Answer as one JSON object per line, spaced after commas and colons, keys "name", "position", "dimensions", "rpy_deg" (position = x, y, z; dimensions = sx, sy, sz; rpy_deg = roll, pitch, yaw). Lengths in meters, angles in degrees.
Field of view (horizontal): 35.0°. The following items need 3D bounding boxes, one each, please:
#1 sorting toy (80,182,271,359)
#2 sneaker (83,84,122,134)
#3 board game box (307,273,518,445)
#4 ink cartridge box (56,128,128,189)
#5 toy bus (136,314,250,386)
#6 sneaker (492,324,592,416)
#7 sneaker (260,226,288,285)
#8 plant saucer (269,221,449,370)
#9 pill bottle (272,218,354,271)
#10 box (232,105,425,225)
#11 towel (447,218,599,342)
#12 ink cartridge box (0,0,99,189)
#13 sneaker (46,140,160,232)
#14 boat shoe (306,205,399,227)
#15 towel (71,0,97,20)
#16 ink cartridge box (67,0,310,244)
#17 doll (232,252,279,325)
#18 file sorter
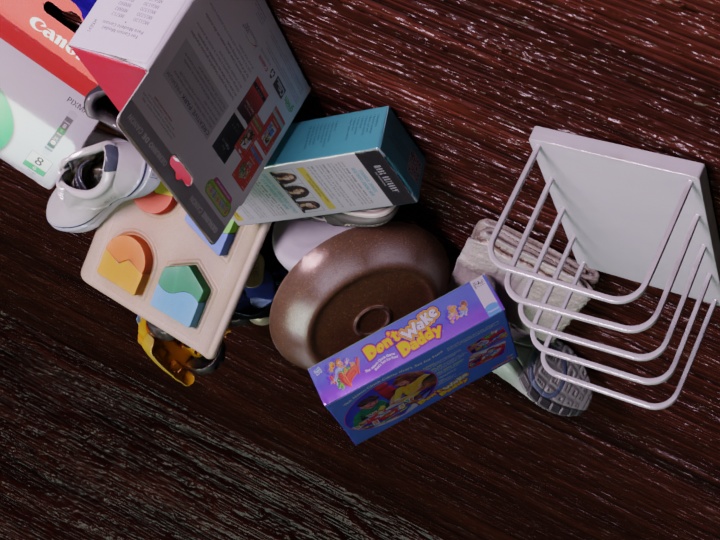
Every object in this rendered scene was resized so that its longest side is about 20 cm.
{"name": "sorting toy", "position": [-0.194, -0.033, 1.178], "dimensions": [0.199, 0.187, 0.036], "rpy_deg": [30, -166, 23]}
{"name": "sneaker", "position": [-0.178, -0.139, 1.106], "dimensions": [0.198, 0.082, 0.078], "rpy_deg": [14, 119, 15]}
{"name": "board game box", "position": [0.058, 0.094, 1.166], "dimensions": [0.045, 0.199, 0.135], "rpy_deg": [62, 180, 28]}
{"name": "ink cartridge box", "position": [-0.218, -0.089, 1.292], "dimensions": [0.198, 0.085, 0.144], "rpy_deg": [22, -176, 24]}
{"name": "toy bus", "position": [-0.251, 0.026, 1.558], "dimensions": [0.191, 0.201, 0.136], "rpy_deg": [27, 163, 32]}
{"name": "sneaker", "position": [0.179, 0.096, 1.313], "dimensions": [0.199, 0.075, 0.087], "rpy_deg": [36, 174, 2]}
{"name": "sneaker", "position": [-0.114, -0.001, 1.449], "dimensions": [0.114, 0.081, 0.200], "rpy_deg": [17, 157, 40]}
{"name": "plant saucer", "position": [0.007, 0.041, 1.156], "dimensions": [0.201, 0.200, 0.037], "rpy_deg": [48, -171, -46]}
{"name": "pill bottle", "position": [0.000, 0.000, 1.223], "dimensions": [0.112, 0.113, 0.200], "rpy_deg": [14, 157, 38]}
{"name": "box", "position": [-0.047, -0.093, 1.046], "dimensions": [0.198, 0.050, 0.082], "rpy_deg": [-6, 146, 29]}
{"name": "towel", "position": [0.159, 0.016, 1.153], "dimensions": [0.132, 0.035, 0.200], "rpy_deg": [28, 162, 7]}
{"name": "ink cartridge box", "position": [-0.336, -0.192, 1.165], "dimensions": [0.160, 0.050, 0.200], "rpy_deg": [35, 132, -19]}
{"name": "sneaker", "position": [-0.282, -0.093, 1.176], "dimensions": [0.070, 0.074, 0.199], "rpy_deg": [14, 154, -39]}
{"name": "boat shoe", "position": [-0.032, -0.079, 1.129], "dimensions": [0.199, 0.067, 0.057], "rpy_deg": [23, 153, 38]}
{"name": "towel", "position": [-0.210, -0.232, 1.016], "dimensions": [0.146, 0.050, 0.200], "rpy_deg": [20, 160, 24]}
{"name": "ink cartridge box", "position": [-0.142, -0.148, 0.933], "dimensions": [0.083, 0.177, 0.200], "rpy_deg": [19, 160, 25]}
{"name": "doll", "position": [-0.126, 0.031, 1.356], "dimensions": [0.135, 0.049, 0.200], "rpy_deg": [-14, 164, -1]}
{"name": "file sorter", "position": [0.199, 0.005, 0.913], "dimensions": [0.138, 0.125, 0.200], "rpy_deg": [17, 158, 31]}
